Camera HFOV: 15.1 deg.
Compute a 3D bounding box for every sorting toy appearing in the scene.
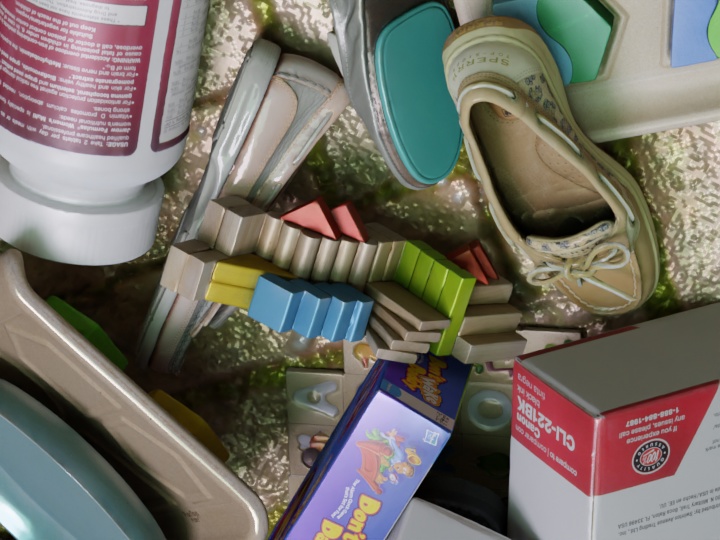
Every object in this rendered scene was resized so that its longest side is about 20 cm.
[{"bbox_3d":[-0.140,0.073,1.467,0.200,0.185,0.036,47,69,-9],"label":"sorting toy"},{"bbox_3d":[0.131,-0.162,1.366,0.185,0.036,0.201,-10,111,16],"label":"sorting toy"}]

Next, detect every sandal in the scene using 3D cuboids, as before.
[{"bbox_3d":[0.051,0.168,1.502,0.075,0.048,0.201,15,142,3],"label":"sandal"}]

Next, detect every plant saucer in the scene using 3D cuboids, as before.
[{"bbox_3d":[-0.171,0.121,1.501,0.200,0.027,0.200,36,157,17],"label":"plant saucer"}]

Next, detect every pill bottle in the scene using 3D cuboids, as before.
[{"bbox_3d":[-0.137,-0.111,1.402,0.109,0.110,0.201,14,116,5],"label":"pill bottle"}]

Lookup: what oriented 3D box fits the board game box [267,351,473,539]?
[{"bbox_3d":[-0.011,0.129,1.455,0.045,0.135,0.200,30,111,-2],"label":"board game box"}]

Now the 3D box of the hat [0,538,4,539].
[{"bbox_3d":[-0.248,0.243,1.600,0.200,0.081,0.201,4,114,9],"label":"hat"}]

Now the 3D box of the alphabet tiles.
[{"bbox_3d":[0.057,0.105,1.520,0.199,0.006,0.167,3,115,10],"label":"alphabet tiles"}]

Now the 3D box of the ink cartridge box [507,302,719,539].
[{"bbox_3d":[0.157,0.134,1.432,0.144,0.084,0.201,-13,117,-28],"label":"ink cartridge box"}]

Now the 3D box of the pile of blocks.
[{"bbox_3d":[0.000,0.000,1.408,0.199,0.082,0.062,9,111,-22],"label":"pile of blocks"}]

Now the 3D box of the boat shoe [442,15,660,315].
[{"bbox_3d":[0.095,-0.039,1.392,0.073,0.063,0.200,-20,128,22],"label":"boat shoe"}]

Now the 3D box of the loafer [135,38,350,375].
[{"bbox_3d":[-0.064,-0.024,1.453,0.063,0.072,0.200,20,114,-6],"label":"loafer"}]

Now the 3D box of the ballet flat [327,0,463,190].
[{"bbox_3d":[0.008,-0.140,1.394,0.064,0.067,0.201,14,122,47],"label":"ballet flat"}]

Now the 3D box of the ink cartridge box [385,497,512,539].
[{"bbox_3d":[0.011,0.232,1.429,0.083,0.145,0.200,24,147,-5],"label":"ink cartridge box"}]
